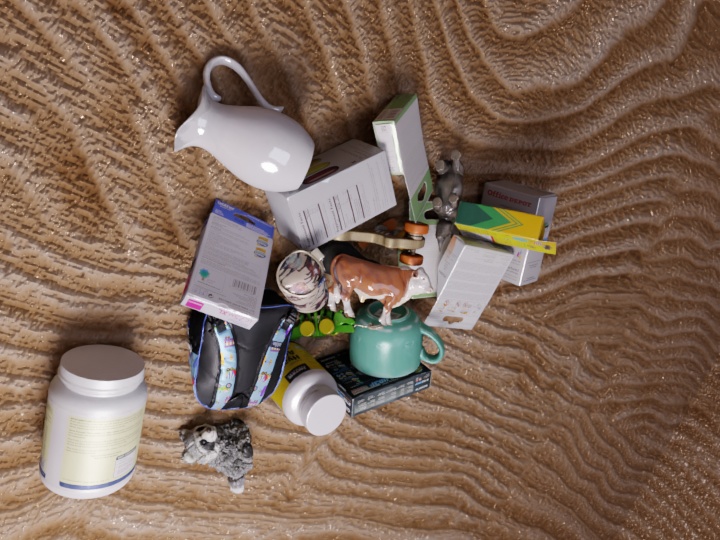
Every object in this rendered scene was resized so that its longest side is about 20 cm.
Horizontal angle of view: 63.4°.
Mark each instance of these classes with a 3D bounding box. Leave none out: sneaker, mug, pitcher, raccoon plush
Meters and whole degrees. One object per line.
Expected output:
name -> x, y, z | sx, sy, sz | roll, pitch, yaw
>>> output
sneaker -> 0.000, 0.000, 1.150 | 0.199, 0.091, 0.077 | 21, 100, -38
mug -> 0.068, 0.130, 1.209 | 0.183, 0.152, 0.116 | -7, 115, -20
pitcher -> -0.169, -0.225, 0.911 | 0.198, 0.121, 0.173 | 21, 82, -18
raccoon plush -> -0.281, 0.374, 1.121 | 0.133, 0.097, 0.202 | -4, 112, -25

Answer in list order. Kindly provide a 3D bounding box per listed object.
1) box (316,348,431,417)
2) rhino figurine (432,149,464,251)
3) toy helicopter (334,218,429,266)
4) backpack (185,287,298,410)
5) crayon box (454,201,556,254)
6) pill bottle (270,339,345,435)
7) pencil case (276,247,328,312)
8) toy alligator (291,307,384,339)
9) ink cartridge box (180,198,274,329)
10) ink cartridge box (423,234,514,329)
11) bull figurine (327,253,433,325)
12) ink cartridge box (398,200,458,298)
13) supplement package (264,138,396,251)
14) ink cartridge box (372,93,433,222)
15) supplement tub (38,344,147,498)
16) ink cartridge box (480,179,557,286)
box -> 0.024, 0.215, 1.216 | 0.198, 0.159, 0.047 | -13, 119, -31
rhino figurine -> 0.177, -0.138, 1.191 | 0.087, 0.059, 0.203 | 13, 83, -76
toy helicopter -> 0.029, -0.069, 1.133 | 0.198, 0.132, 0.080 | 4, 105, -17
backpack -> -0.218, 0.135, 1.026 | 0.181, 0.134, 0.202 | 2, 109, -36
crayon box -> 0.299, -0.085, 1.178 | 0.127, 0.198, 0.051 | 26, 79, -71
pill bottle -> -0.111, 0.219, 1.096 | 0.110, 0.200, 0.113 | -15, 118, -30
pencil case -> -0.096, 0.023, 1.038 | 0.089, 0.078, 0.200 | -32, 170, -8
toy alligator -> -0.053, 0.098, 1.141 | 0.059, 0.198, 0.055 | 37, 45, -75
ink cartridge box -> -0.211, -0.013, 0.953 | 0.118, 0.202, 0.042 | 24, 140, -23
ink cartridge box -> 0.223, 0.029, 1.252 | 0.161, 0.050, 0.201 | 8, 119, -37
bull figurine -> 0.034, 0.035, 1.089 | 0.198, 0.065, 0.123 | 15, 90, -8
ink cartridge box -> 0.149, -0.045, 1.256 | 0.144, 0.048, 0.203 | -4, 91, -34
supplement package -> -0.053, -0.137, 1.036 | 0.199, 0.114, 0.110 | -30, 125, -21
ink cartridge box -> 0.085, -0.211, 1.097 | 0.146, 0.047, 0.202 | -59, 143, -50
supplement tub -> -0.419, 0.235, 0.923 | 0.144, 0.145, 0.202 | 4, 107, -36
ink cartridge box -> 0.337, -0.088, 1.306 | 0.083, 0.144, 0.202 | -11, 116, -44
